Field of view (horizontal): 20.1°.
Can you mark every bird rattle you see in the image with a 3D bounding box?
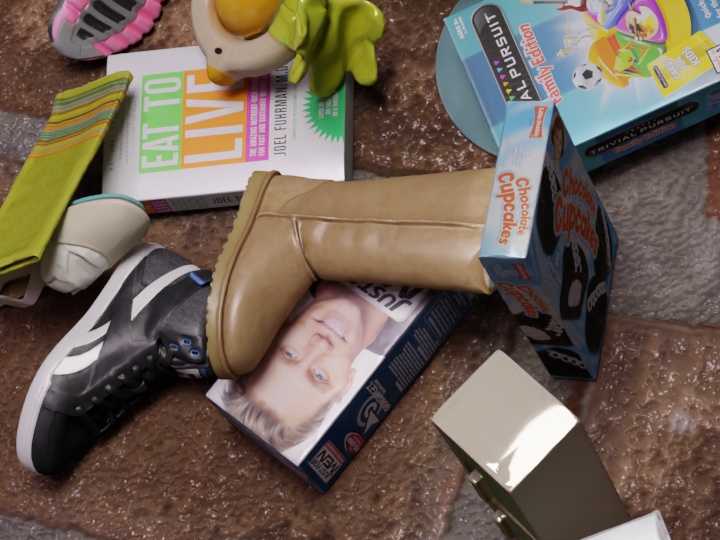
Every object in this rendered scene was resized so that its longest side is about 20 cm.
[{"bbox_3d":[-0.068,-0.227,1.566,0.162,0.112,0.201,-22,74,28],"label":"bird rattle"}]

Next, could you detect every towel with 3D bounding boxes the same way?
[{"bbox_3d":[-0.240,-0.075,1.569,0.086,0.018,0.201,-19,37,39],"label":"towel"}]

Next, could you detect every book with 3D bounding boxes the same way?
[{"bbox_3d":[-0.104,-0.114,1.619,0.198,0.048,0.135,-6,64,12],"label":"book"}]

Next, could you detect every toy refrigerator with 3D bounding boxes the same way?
[{"bbox_3d":[0.114,0.136,1.326,0.070,0.200,0.076,-45,60,-6],"label":"toy refrigerator"}]

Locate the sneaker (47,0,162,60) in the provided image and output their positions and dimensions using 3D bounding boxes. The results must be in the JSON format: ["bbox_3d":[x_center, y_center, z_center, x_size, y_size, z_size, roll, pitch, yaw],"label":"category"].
[{"bbox_3d":[-0.201,-0.263,1.718,0.095,0.079,0.200,21,71,50],"label":"sneaker"}]

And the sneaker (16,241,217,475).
[{"bbox_3d":[-0.167,0.077,1.524,0.111,0.073,0.201,21,72,28],"label":"sneaker"}]

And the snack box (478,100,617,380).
[{"bbox_3d":[0.132,-0.017,1.395,0.037,0.200,0.117,2,65,22],"label":"snack box"}]

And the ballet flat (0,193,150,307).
[{"bbox_3d":[-0.238,-0.006,1.570,0.199,0.069,0.070,-14,57,43],"label":"ballet flat"}]

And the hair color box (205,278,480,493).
[{"bbox_3d":[-0.009,0.051,1.492,0.100,0.061,0.200,33,79,30],"label":"hair color box"}]

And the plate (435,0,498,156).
[{"bbox_3d":[0.151,-0.175,1.570,0.199,0.026,0.201,-8,62,16],"label":"plate"}]

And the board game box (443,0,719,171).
[{"bbox_3d":[0.180,-0.161,1.512,0.199,0.047,0.152,-24,60,6],"label":"board game box"}]

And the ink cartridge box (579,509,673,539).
[{"bbox_3d":[0.149,0.243,1.262,0.144,0.200,0.088,-22,56,8],"label":"ink cartridge box"}]

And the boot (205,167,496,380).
[{"bbox_3d":[0.000,0.000,1.440,0.199,0.066,0.176,3,65,21],"label":"boot"}]
